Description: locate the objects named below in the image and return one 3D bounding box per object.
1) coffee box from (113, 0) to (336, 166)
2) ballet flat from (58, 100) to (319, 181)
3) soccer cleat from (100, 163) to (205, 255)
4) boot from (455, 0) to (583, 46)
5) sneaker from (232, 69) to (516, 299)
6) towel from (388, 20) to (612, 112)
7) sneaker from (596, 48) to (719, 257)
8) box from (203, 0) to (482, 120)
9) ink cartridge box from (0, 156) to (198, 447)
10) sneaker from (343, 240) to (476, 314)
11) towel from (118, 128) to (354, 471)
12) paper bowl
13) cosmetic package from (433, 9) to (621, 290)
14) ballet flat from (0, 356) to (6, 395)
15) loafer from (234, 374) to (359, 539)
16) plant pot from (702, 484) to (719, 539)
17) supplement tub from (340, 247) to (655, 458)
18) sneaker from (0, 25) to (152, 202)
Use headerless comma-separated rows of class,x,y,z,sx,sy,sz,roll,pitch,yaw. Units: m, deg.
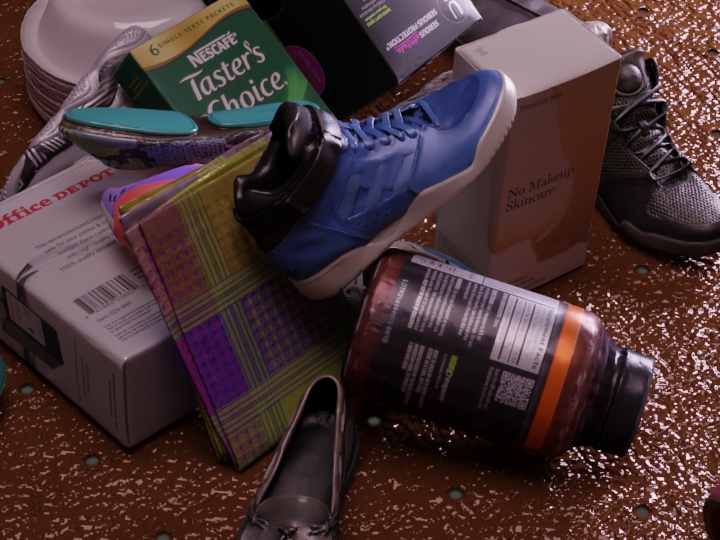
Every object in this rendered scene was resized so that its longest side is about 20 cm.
coffee box,-0.085,-0.109,1.395,0.123,0.044,0.200,-34,87,-34
ballet flat,-0.120,-0.084,1.311,0.199,0.074,0.074,-3,39,-18
soccer cleat,-0.087,-0.056,1.279,0.199,0.068,0.073,-17,35,-32
boot,0.138,-0.244,1.618,0.200,0.073,0.182,27,60,37
sneaker,0.004,-0.082,1.187,0.200,0.111,0.077,-41,30,7
towel,0.096,-0.141,1.447,0.200,0.035,0.132,-14,20,50
sneaker,0.220,-0.097,1.413,0.076,0.115,0.200,-20,46,-20
box,-0.029,-0.235,1.477,0.124,0.148,0.200,-40,98,-38
ink cartridge box,-0.174,0.015,1.296,0.146,0.084,0.200,-29,48,-33
sneaker,0.000,0.000,1.307,0.199,0.073,0.072,14,66,6
towel,-0.075,0.017,1.224,0.143,0.201,0.023,-35,23,-32
paper bowl,-0.190,-0.202,1.541,0.200,0.105,0.201,1,41,-1
cosmetic package,0.119,-0.080,1.319,0.105,0.201,0.071,-24,50,-25
ballet flat,-0.288,0.126,1.198,0.062,0.068,0.200,-18,31,22
loafer,-0.043,0.149,1.155,0.072,0.063,0.200,6,40,7
plant pot,0.314,0.146,1.078,0.179,0.200,0.200,-29,46,-9
supplement tub,0.093,0.062,1.216,0.199,0.107,0.107,19,42,4
sneaker,-0.195,-0.085,1.414,0.115,0.075,0.200,37,77,-6
